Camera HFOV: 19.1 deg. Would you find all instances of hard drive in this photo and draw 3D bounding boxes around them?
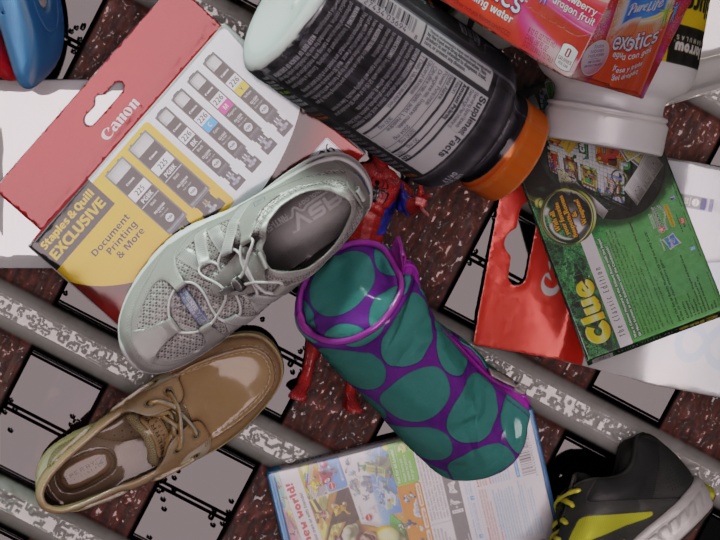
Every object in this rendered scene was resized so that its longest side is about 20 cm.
[{"bbox_3d":[-0.164,-0.069,1.509,0.198,0.026,0.133,0,96,-4],"label":"hard drive"}]

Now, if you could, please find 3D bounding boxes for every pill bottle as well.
[{"bbox_3d":[0.029,-0.125,1.405,0.199,0.106,0.107,33,93,-23],"label":"pill bottle"},{"bbox_3d":[0.181,-0.183,1.448,0.112,0.112,0.202,9,94,-5],"label":"pill bottle"}]

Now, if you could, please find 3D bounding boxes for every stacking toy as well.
[{"bbox_3d":[-0.310,-0.169,1.461,0.198,0.110,0.117,-13,108,9],"label":"stacking toy"}]

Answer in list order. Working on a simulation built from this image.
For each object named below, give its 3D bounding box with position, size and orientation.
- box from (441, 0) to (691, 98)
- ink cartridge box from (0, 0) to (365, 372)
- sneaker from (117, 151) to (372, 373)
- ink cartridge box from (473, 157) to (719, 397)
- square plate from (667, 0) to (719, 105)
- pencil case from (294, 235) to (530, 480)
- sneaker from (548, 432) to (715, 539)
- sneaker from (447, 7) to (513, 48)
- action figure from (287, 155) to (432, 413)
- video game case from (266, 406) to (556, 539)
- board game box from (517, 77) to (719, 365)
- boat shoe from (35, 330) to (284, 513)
[{"bbox_3d":[0.110,-0.202,1.372,0.200,0.095,0.100,36,108,33],"label":"box"},{"bbox_3d":[-0.127,-0.066,1.456,0.175,0.084,0.200,41,93,-7],"label":"ink cartridge box"},{"bbox_3d":[-0.078,-0.007,1.382,0.200,0.082,0.075,-41,100,2],"label":"sneaker"},{"bbox_3d":[0.193,-0.004,1.529,0.198,0.047,0.161,10,94,-6],"label":"ink cartridge box"},{"bbox_3d":[0.269,-0.233,1.521,0.197,0.028,0.202,-15,96,-3],"label":"square plate"},{"bbox_3d":[0.040,0.062,1.455,0.092,0.085,0.200,-32,135,12],"label":"pencil case"},{"bbox_3d":[0.159,0.195,1.529,0.200,0.074,0.085,-37,87,-21],"label":"sneaker"},{"bbox_3d":[0.090,-0.254,1.483,0.088,0.074,0.202,5,99,-1],"label":"sneaker"},{"bbox_3d":[0.000,0.000,1.494,0.065,0.099,0.202,12,92,-6],"label":"action figure"},{"bbox_3d":[0.044,0.190,1.553,0.198,0.018,0.144,-14,97,-3],"label":"video game case"},{"bbox_3d":[0.173,-0.045,1.498,0.104,0.023,0.201,-19,76,2],"label":"board game box"},{"bbox_3d":[-0.140,0.114,1.509,0.199,0.065,0.072,-34,97,0],"label":"boat shoe"}]
